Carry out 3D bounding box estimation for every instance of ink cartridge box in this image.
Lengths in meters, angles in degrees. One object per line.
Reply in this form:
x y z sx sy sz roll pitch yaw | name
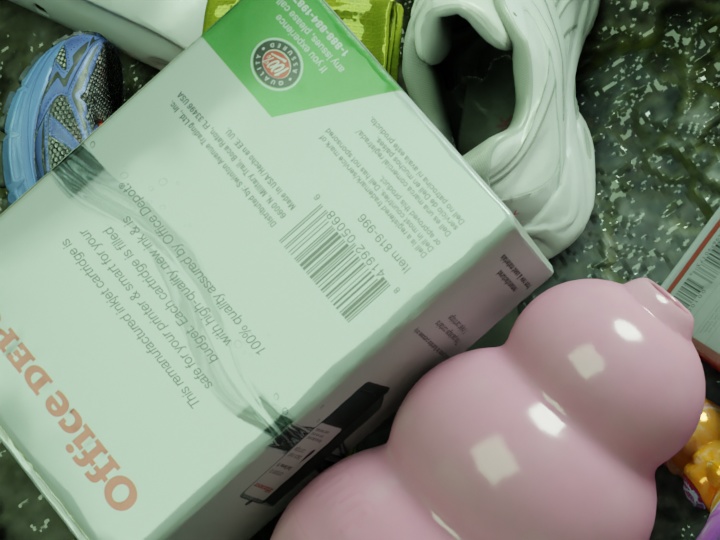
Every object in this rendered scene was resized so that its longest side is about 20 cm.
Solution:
-0.050 0.007 1.028 0.200 0.083 0.147 -41 70 2 | ink cartridge box

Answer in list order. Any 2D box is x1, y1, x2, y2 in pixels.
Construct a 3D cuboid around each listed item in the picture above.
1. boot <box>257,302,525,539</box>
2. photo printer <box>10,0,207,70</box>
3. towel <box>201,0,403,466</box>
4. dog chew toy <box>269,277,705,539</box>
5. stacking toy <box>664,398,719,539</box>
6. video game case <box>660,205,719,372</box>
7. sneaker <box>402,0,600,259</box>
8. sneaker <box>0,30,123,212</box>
0.000 0.000 1.117 0.138 0.077 0.200 -19 75 10 | boot
-0.090 -0.181 1.227 0.200 0.069 0.167 25 80 29 | photo printer
-0.034 -0.017 1.083 0.086 0.018 0.200 4 77 10 | towel
0.053 0.087 1.008 0.125 0.125 0.200 44 101 31 | dog chew toy
0.165 0.111 0.987 0.110 0.116 0.200 -39 48 0 | stacking toy
0.203 -0.002 1.003 0.143 0.017 0.200 -53 33 0 | video game case
0.055 -0.107 1.116 0.078 0.099 0.200 -14 64 17 | sneaker
-0.107 -0.010 1.165 0.078 0.075 0.200 -10 74 17 | sneaker
